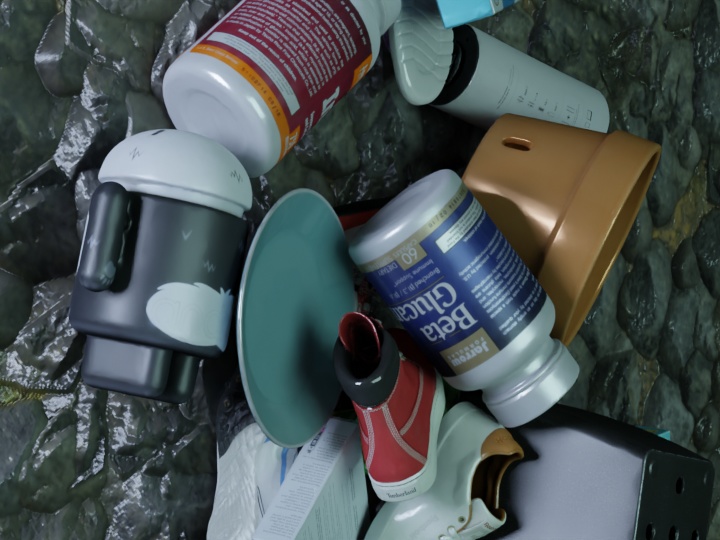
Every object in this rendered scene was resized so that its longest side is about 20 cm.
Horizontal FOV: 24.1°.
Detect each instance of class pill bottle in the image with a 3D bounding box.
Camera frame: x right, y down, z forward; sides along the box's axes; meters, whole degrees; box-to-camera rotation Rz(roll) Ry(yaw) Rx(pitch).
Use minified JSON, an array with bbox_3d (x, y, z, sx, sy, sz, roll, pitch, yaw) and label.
[{"bbox_3d":[0.090,0.027,1.383,0.201,0.111,0.111,52,57,-11],"label":"pill bottle"},{"bbox_3d":[-0.056,-0.175,1.350,0.200,0.112,0.113,-48,123,-30],"label":"pill bottle"}]

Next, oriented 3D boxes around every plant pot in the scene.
[{"bbox_3d":[0.161,-0.048,1.494,0.201,0.139,0.201,-58,166,-23],"label":"plant pot"},{"bbox_3d":[0.197,0.216,1.478,0.199,0.176,0.202,17,79,-52],"label":"plant pot"}]

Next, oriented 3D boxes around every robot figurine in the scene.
[{"bbox_3d":[-0.151,-0.005,1.266,0.124,0.150,0.202,12,85,-13],"label":"robot figurine"}]

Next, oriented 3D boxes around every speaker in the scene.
[{"bbox_3d":[0.143,-0.161,1.566,0.199,0.081,0.082,18,80,-43],"label":"speaker"}]

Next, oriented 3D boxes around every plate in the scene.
[{"bbox_3d":[-0.055,0.037,1.315,0.200,0.025,0.202,2,90,-66],"label":"plate"}]

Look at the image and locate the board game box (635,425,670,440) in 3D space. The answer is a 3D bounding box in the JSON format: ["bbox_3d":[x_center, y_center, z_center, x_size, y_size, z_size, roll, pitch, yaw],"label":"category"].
[{"bbox_3d":[0.262,0.276,1.732,0.150,0.047,0.202,-13,102,-43],"label":"board game box"}]

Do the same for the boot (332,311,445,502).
[{"bbox_3d":[0.018,0.070,1.371,0.201,0.072,0.145,-91,164,-60],"label":"boot"}]

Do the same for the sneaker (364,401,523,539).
[{"bbox_3d":[0.066,0.214,1.406,0.073,0.084,0.201,22,99,-55],"label":"sneaker"}]

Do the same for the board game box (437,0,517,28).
[{"bbox_3d":[0.079,-0.317,1.444,0.151,0.047,0.202,-45,120,-71],"label":"board game box"}]

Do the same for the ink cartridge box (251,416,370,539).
[{"bbox_3d":[-0.044,0.256,1.364,0.200,0.043,0.198,-57,150,-46],"label":"ink cartridge box"}]

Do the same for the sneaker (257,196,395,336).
[{"bbox_3d":[-0.001,0.000,1.449,0.200,0.067,0.109,-13,103,-39],"label":"sneaker"}]

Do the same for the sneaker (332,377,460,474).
[{"bbox_3d":[0.051,0.137,1.479,0.199,0.083,0.075,-22,106,-31],"label":"sneaker"}]

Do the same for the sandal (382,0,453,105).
[{"bbox_3d":[0.040,-0.239,1.486,0.082,0.050,0.205,14,69,-47],"label":"sandal"}]

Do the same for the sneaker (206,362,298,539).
[{"bbox_3d":[-0.079,0.154,1.386,0.072,0.071,0.202,22,77,-60],"label":"sneaker"}]
